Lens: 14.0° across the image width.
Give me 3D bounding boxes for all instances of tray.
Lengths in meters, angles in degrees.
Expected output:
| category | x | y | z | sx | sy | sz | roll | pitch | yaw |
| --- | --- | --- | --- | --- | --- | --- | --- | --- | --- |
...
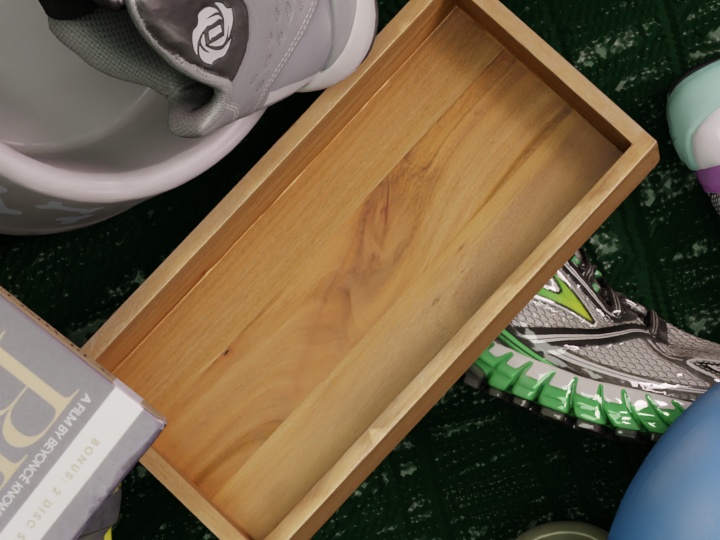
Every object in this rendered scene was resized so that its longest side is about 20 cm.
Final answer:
| category | x | y | z | sx | sy | sz | roll | pitch | yaw |
| --- | --- | --- | --- | --- | --- | --- | --- | --- | --- |
| tray | 0.000 | 0.000 | 1.015 | 0.099 | 0.037 | 0.200 | 43 | 86 | 13 |

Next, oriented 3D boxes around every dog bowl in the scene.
| category | x | y | z | sx | sy | sz | roll | pitch | yaw |
| --- | --- | --- | --- | --- | --- | --- | --- | --- | --- |
| dog bowl | -0.102 | -0.111 | 1.011 | 0.200 | 0.059 | 0.201 | -2 | 93 | -36 |

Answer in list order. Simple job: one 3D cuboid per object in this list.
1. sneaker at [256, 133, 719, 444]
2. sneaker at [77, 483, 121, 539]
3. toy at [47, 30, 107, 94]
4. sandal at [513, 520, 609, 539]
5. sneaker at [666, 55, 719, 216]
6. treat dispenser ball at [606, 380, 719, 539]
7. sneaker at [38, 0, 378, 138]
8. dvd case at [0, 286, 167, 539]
| category | x | y | z | sx | sy | sz | roll | pitch | yaw |
| --- | --- | --- | --- | --- | --- | --- | --- | --- | --- |
| sneaker | 0.061 | 0.006 | 1.055 | 0.200 | 0.078 | 0.085 | 24 | 91 | 1 |
| sneaker | -0.136 | 0.120 | 1.053 | 0.085 | 0.074 | 0.200 | 36 | 125 | 35 |
| toy | -0.126 | -0.161 | 1.059 | 0.115 | 0.047 | 0.201 | -13 | 98 | -33 |
| sandal | 0.084 | 0.186 | 1.033 | 0.080 | 0.057 | 0.201 | -11 | 75 | -8 |
| sneaker | 0.224 | -0.044 | 1.059 | 0.200 | 0.078 | 0.140 | -24 | 92 | 10 |
| treat dispenser ball | 0.177 | 0.118 | 0.965 | 0.200 | 0.201 | 0.201 | 0 | 91 | 1 |
| sneaker | -0.066 | -0.135 | 0.946 | 0.115 | 0.075 | 0.200 | -35 | 112 | -40 |
| dvd case | -0.182 | 0.043 | 0.892 | 0.200 | 0.016 | 0.149 | 38 | 90 | -2 |
